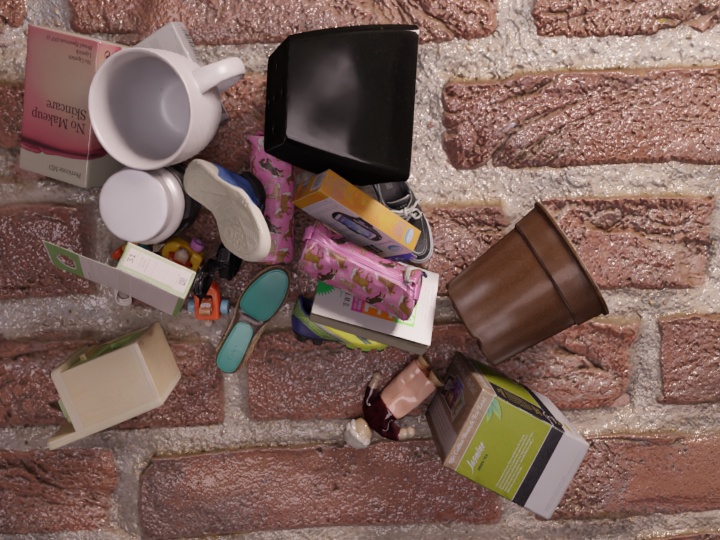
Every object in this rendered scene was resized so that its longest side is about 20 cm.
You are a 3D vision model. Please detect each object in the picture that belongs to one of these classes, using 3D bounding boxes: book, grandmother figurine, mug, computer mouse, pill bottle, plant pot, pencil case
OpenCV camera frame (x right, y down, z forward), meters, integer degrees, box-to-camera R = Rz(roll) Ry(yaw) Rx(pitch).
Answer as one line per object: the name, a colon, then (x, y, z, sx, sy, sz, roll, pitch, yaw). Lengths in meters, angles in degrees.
book: (0.025, 0.042, 1.054, 0.194, 0.048, 0.137, 16, 63, -6)
grandmother figurine: (0.051, 0.234, 1.103, 0.199, 0.060, 0.123, -40, 58, 9)
mug: (-0.246, -0.237, 0.898, 0.196, 0.176, 0.151, -25, 100, 14)
computer mouse: (-0.220, -0.006, 0.982, 0.033, 0.200, 0.061, 11, 106, 4)
pill bottle: (-0.307, -0.101, 0.960, 0.110, 0.200, 0.118, 0, 100, -2)
plant pot: (0.252, 0.035, 1.023, 0.196, 0.201, 0.203, -34, 99, 11)
pencil case: (-0.143, -0.114, 1.025, 0.084, 0.083, 0.208, 5, 100, 16)
plant pot: (-0.039, -0.233, 0.920, 0.172, 0.199, 0.207, 2, 94, -22)
pencil case: (0.000, 0.000, 0.983, 0.195, 0.083, 0.088, 25, 117, 4)

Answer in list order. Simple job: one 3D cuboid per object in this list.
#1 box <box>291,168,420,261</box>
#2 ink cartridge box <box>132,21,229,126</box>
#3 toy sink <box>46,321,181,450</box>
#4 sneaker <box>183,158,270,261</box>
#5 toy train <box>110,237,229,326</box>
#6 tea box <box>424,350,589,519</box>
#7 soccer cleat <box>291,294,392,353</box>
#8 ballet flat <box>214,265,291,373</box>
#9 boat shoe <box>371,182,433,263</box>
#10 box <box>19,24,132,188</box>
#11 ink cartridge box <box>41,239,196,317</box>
box: (0.001, -0.076, 0.990, 0.197, 0.118, 0.043, 30, 75, -23)
ink cartridge box: (-0.324, -0.265, 1.021, 0.195, 0.047, 0.164, -24, 100, 17)
toy sink: (-0.408, 0.176, 1.037, 0.195, 0.131, 0.115, -22, 100, 2)
sneaker: (-0.162, -0.083, 0.926, 0.199, 0.110, 0.078, 42, 110, 32)
toy train: (-0.309, 0.023, 1.040, 0.193, 0.056, 0.155, 6, 113, -2)
tea box: (0.224, 0.254, 1.044, 0.193, 0.200, 0.136, 28, 97, -6)
soccer cleat: (-0.018, 0.082, 1.070, 0.193, 0.065, 0.087, 6, 108, -2)
ballet flat: (-0.177, 0.073, 1.062, 0.070, 0.065, 0.202, 34, 99, -8)
boat shoe: (0.066, -0.103, 1.044, 0.072, 0.068, 0.205, -20, 100, 1)
box: (-0.410, -0.238, 0.955, 0.124, 0.109, 0.207, 15, 104, 13)
ink cartridge box: (-0.339, -0.002, 0.925, 0.196, 0.145, 0.049, 27, 69, -13)
